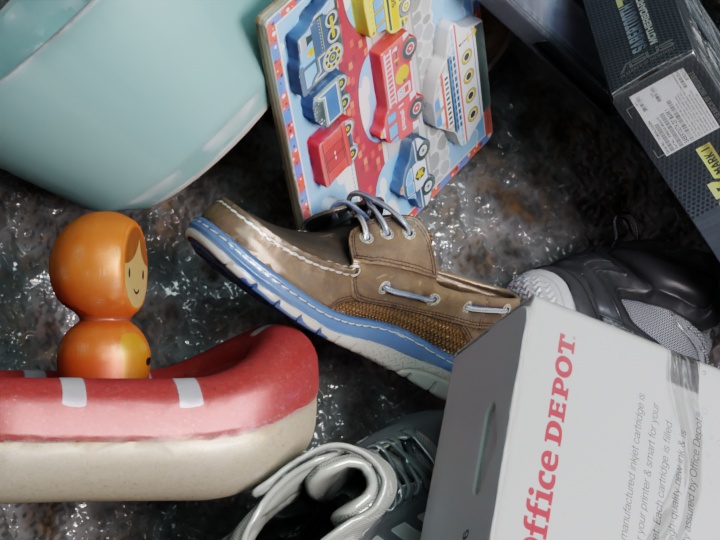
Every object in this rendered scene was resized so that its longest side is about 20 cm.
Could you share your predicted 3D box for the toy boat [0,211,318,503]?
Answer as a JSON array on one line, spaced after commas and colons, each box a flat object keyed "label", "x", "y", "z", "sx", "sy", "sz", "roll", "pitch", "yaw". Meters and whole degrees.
[{"label": "toy boat", "x": -0.117, "y": 0.038, "z": 1.012, "sx": 0.199, "sy": 0.130, "sz": 0.132, "roll": 1, "pitch": 89, "yaw": -20}]

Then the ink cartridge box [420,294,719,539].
[{"label": "ink cartridge box", "x": 0.134, "y": 0.120, "z": 1.007, "sx": 0.199, "sy": 0.084, "sz": 0.146, "roll": 22, "pitch": 60, "yaw": -18}]

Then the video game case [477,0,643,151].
[{"label": "video game case", "x": 0.119, "y": -0.166, "z": 1.176, "sx": 0.200, "sy": 0.019, "sz": 0.144, "roll": 32, "pitch": 54, "yaw": -50}]

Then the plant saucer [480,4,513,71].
[{"label": "plant saucer", "x": -0.008, "y": -0.171, "z": 1.194, "sx": 0.199, "sy": 0.034, "sz": 0.201, "roll": 6, "pitch": 69, "yaw": -16}]

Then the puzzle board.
[{"label": "puzzle board", "x": 0.016, "y": -0.093, "z": 1.091, "sx": 0.017, "sy": 0.201, "sz": 0.151, "roll": 29, "pitch": 59, "yaw": 29}]

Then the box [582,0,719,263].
[{"label": "box", "x": 0.182, "y": -0.068, "z": 1.119, "sx": 0.200, "sy": 0.051, "sz": 0.158, "roll": 52, "pitch": 19, "yaw": -31}]

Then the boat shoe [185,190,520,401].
[{"label": "boat shoe", "x": 0.000, "y": 0.000, "z": 1.072, "sx": 0.200, "sy": 0.072, "sz": 0.073, "roll": 28, "pitch": 93, "yaw": -41}]

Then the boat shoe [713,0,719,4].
[{"label": "boat shoe", "x": 0.192, "y": -0.239, "z": 1.272, "sx": 0.066, "sy": 0.072, "sz": 0.202, "roll": 0, "pitch": 65, "yaw": -13}]

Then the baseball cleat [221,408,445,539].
[{"label": "baseball cleat", "x": 0.009, "y": 0.108, "z": 1.030, "sx": 0.070, "sy": 0.107, "sz": 0.200, "roll": 46, "pitch": 48, "yaw": 12}]

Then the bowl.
[{"label": "bowl", "x": -0.107, "y": -0.105, "z": 1.064, "sx": 0.105, "sy": 0.200, "sz": 0.201, "roll": 47, "pitch": 61, "yaw": -20}]

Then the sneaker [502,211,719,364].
[{"label": "sneaker", "x": 0.172, "y": 0.060, "z": 1.143, "sx": 0.114, "sy": 0.075, "sz": 0.200, "roll": -36, "pitch": 85, "yaw": -27}]
